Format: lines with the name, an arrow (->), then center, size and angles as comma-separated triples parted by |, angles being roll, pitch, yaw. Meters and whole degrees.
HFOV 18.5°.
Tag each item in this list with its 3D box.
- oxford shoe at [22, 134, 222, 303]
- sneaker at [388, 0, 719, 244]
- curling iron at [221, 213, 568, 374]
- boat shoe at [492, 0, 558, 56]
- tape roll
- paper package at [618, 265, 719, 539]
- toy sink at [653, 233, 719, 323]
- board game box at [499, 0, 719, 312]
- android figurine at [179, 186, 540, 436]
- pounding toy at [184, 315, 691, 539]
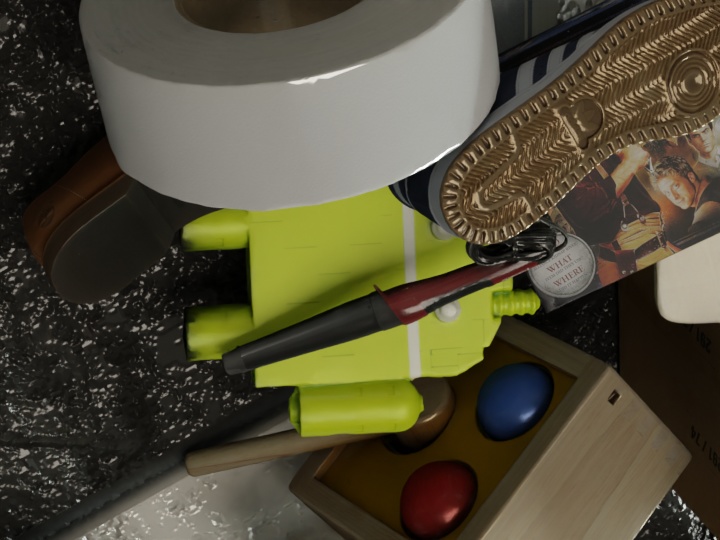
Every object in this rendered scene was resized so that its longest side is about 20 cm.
oxford shoe -> -0.092, -0.067, 1.158 | 0.200, 0.071, 0.071 | -33, 135, -12
sneaker -> 0.101, -0.086, 1.119 | 0.200, 0.108, 0.070 | -32, 109, -16
curling iron -> 0.016, 0.011, 1.174 | 0.200, 0.026, 0.050 | -24, 124, 14
boat shoe -> 0.072, -0.131, 1.214 | 0.071, 0.070, 0.201 | 0, 123, 2
tape roll -> -0.033, -0.113, 1.078 | 0.202, 0.202, 0.071 | -21, 126, -14
paper package -> 0.247, 0.067, 1.328 | 0.103, 0.200, 0.191 | -17, 125, -17
toy sink -> 0.221, -0.084, 1.238 | 0.130, 0.112, 0.201 | -4, 105, 1
board game box -> 0.157, -0.081, 1.161 | 0.200, 0.035, 0.136 | -26, 100, 15
android figurine -> 0.000, 0.000, 1.217 | 0.199, 0.041, 0.183 | -1, 96, -5
pounding toy -> 0.042, 0.110, 1.280 | 0.184, 0.200, 0.142 | -52, 129, -9
